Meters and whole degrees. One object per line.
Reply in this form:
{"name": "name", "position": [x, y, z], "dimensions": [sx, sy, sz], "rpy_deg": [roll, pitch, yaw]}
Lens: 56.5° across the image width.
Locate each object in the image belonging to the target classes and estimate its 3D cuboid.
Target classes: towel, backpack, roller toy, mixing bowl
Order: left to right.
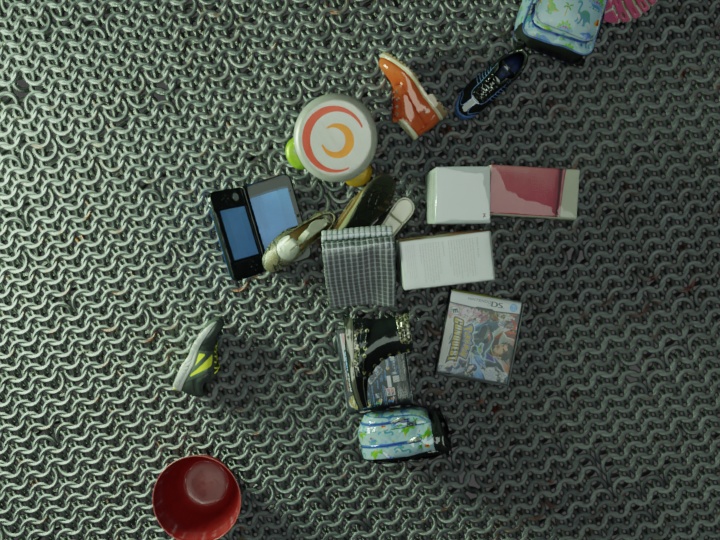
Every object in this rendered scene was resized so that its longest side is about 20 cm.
{"name": "mixing bowl", "position": [-0.363, 0.504, 1.532], "dimensions": [0.197, 0.108, 0.204], "rpy_deg": [0, 95, -1]}
{"name": "roller toy", "position": [-0.050, -0.292, 1.468], "dimensions": [0.197, 0.140, 0.185], "rpy_deg": [20, 104, -4]}
{"name": "towel", "position": [0.000, 0.000, 1.468], "dimensions": [0.163, 0.086, 0.202], "rpy_deg": [-7, 134, -1]}
{"name": "backpack", "position": [0.094, 0.373, 1.517], "dimensions": [0.198, 0.163, 0.156], "rpy_deg": [-25, 85, 8]}
{"name": "backpack", "position": [0.448, -0.579, 1.454], "dimensions": [0.180, 0.147, 0.203], "rpy_deg": [17, 91, -4]}

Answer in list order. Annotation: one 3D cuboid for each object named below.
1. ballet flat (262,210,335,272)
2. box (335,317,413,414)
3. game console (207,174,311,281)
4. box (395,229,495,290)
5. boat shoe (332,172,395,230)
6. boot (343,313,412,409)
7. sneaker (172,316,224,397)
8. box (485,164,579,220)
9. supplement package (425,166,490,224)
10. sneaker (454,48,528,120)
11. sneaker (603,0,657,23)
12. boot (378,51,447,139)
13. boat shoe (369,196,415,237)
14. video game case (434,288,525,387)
{"name": "ballet flat", "position": [-0.133, -0.072, 1.480], "dimensions": [0.199, 0.075, 0.068], "rpy_deg": [-39, 97, -22]}
{"name": "box", "position": [0.032, 0.221, 1.550], "dimensions": [0.156, 0.046, 0.203], "rpy_deg": [-9, 94, 0]}
{"name": "game console", "position": [-0.223, -0.098, 1.491], "dimensions": [0.117, 0.170, 0.203], "rpy_deg": [-14, 94, 32]}
{"name": "box", "position": [0.182, -0.026, 1.483], "dimensions": [0.197, 0.152, 0.108], "rpy_deg": [-7, 94, -1]}
{"name": "boat shoe", "position": [-0.002, -0.137, 1.506], "dimensions": [0.076, 0.074, 0.201], "rpy_deg": [41, 84, -33]}
{"name": "boot", "position": [0.045, 0.198, 1.489], "dimensions": [0.151, 0.073, 0.207], "rpy_deg": [-8, 93, -2]}
{"name": "sneaker", "position": [-0.353, 0.200, 1.537], "dimensions": [0.084, 0.075, 0.202], "rpy_deg": [29, 102, -8]}
{"name": "box", "position": [0.368, -0.171, 1.488], "dimensions": [0.196, 0.128, 0.111], "rpy_deg": [3, 93, -2]}
{"name": "supplement package", "position": [0.206, -0.159, 1.450], "dimensions": [0.115, 0.200, 0.119], "rpy_deg": [0, 94, -1]}
{"name": "sneaker", "position": [0.292, -0.421, 1.495], "dimensions": [0.070, 0.078, 0.200], "rpy_deg": [45, 92, -3]}
{"name": "sneaker", "position": [0.628, -0.626, 1.495], "dimensions": [0.198, 0.088, 0.074], "rpy_deg": [-31, 112, 23]}
{"name": "boot", "position": [0.093, -0.390, 1.500], "dimensions": [0.107, 0.075, 0.200], "rpy_deg": [-41, 95, 7]}
{"name": "boat shoe", "position": [0.052, -0.086, 1.532], "dimensions": [0.067, 0.057, 0.200], "rpy_deg": [43, 97, -1]}
{"name": "video game case", "position": [0.277, 0.157, 1.560], "dimensions": [0.178, 0.026, 0.203], "rpy_deg": [10, 93, -2]}
